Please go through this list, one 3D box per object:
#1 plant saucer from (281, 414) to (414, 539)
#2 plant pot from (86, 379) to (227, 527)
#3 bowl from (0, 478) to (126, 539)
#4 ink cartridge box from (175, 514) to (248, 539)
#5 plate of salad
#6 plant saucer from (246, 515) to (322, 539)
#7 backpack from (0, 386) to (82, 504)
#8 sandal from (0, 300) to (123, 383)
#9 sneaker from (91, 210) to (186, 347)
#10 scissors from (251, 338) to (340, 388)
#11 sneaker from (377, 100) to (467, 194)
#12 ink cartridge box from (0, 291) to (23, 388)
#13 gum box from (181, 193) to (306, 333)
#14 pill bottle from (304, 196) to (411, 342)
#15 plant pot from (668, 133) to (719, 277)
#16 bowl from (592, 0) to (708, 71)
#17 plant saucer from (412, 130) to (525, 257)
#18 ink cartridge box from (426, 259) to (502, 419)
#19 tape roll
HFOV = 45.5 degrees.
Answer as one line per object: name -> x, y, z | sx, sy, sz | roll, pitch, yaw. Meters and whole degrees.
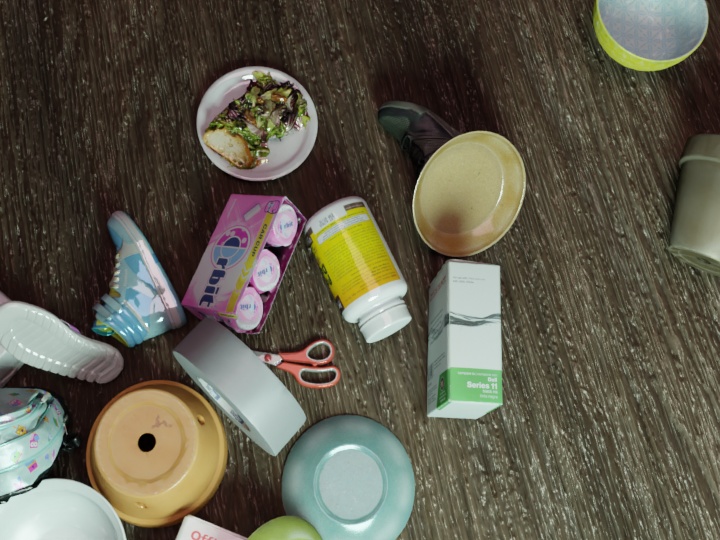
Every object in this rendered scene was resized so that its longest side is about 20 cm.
plant saucer -> -0.015, 0.307, 1.229 | 0.195, 0.039, 0.206 | 2, 73, -7
plant pot -> -0.283, 0.242, 1.167 | 0.194, 0.140, 0.205 | 2, 73, -5
bowl -> -0.401, 0.383, 1.134 | 0.195, 0.091, 0.206 | 2, 72, -7
ink cartridge box -> -0.203, 0.449, 1.139 | 0.143, 0.085, 0.204 | 22, 70, 0
plate of salad -> -0.165, -0.242, 1.380 | 0.194, 0.048, 0.205 | 2, 72, -5
plant saucer -> -0.100, 0.426, 1.117 | 0.031, 0.199, 0.204 | 3, 64, 41
backpack -> -0.466, 0.223, 1.112 | 0.163, 0.200, 0.130 | -18, 100, -8
sandal -> -0.424, 0.100, 1.201 | 0.083, 0.202, 0.050 | -45, 38, 8
sneaker -> -0.354, 0.019, 1.261 | 0.129, 0.080, 0.202 | -29, 77, -16
scissors -> -0.127, 0.139, 1.282 | 0.194, 0.014, 0.075 | 0, 74, -8
sneaker -> 0.100, -0.188, 1.378 | 0.197, 0.076, 0.115 | 34, 65, -1
ink cartridge box -> -0.570, 0.074, 1.215 | 0.198, 0.084, 0.147 | 37, 73, 5
gum box -> -0.172, -0.009, 1.264 | 0.111, 0.066, 0.204 | 6, 65, 36
pill bottle -> 0.000, 0.000, 1.291 | 0.107, 0.110, 0.203 | -23, 76, -13
plant pot -> 0.575, -0.092, 1.358 | 0.197, 0.200, 0.177 | 27, 88, 3
bowl -> 0.480, -0.420, 1.478 | 0.194, 0.108, 0.205 | 2, 73, -6
plant saucer -> 0.164, -0.122, 1.337 | 0.195, 0.035, 0.205 | -10, 118, -19
ink cartridge box -> 0.150, 0.103, 1.256 | 0.081, 0.147, 0.205 | 4, 73, -7
tape roll -> -0.165, 0.158, 1.174 | 0.200, 0.201, 0.066 | 42, 72, 8
